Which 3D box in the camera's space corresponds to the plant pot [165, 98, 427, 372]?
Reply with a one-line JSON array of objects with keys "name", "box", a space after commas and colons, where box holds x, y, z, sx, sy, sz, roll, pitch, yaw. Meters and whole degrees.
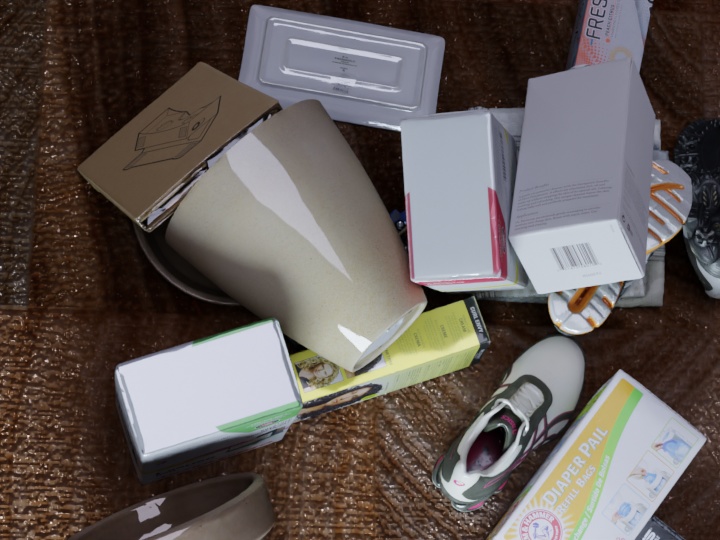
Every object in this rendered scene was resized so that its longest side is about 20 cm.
[{"name": "plant pot", "box": [-0.040, -0.014, 1.625, 0.187, 0.187, 0.200, -39, 80, -15]}]

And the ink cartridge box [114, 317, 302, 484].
[{"name": "ink cartridge box", "box": [-0.136, 0.118, 1.603, 0.143, 0.200, 0.085, -17, 80, -11]}]

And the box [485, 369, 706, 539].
[{"name": "box", "box": [0.207, 0.207, 1.662, 0.101, 0.113, 0.200, 38, 75, 5]}]

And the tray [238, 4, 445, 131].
[{"name": "tray", "box": [-0.018, -0.201, 1.799, 0.198, 0.022, 0.109, 9, 74, -4]}]

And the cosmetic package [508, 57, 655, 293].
[{"name": "cosmetic package", "box": [0.203, -0.088, 1.656, 0.107, 0.085, 0.201, -9, 47, 25]}]

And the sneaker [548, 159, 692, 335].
[{"name": "sneaker", "box": [0.238, -0.021, 1.717, 0.078, 0.077, 0.200, 38, 78, 10]}]

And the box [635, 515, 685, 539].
[{"name": "box", "box": [0.265, 0.350, 1.663, 0.160, 0.044, 0.200, 39, 74, 5]}]

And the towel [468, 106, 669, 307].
[{"name": "towel", "box": [0.202, -0.063, 1.767, 0.198, 0.035, 0.195, 1, 81, -5]}]

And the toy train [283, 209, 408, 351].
[{"name": "toy train", "box": [0.000, 0.000, 1.740, 0.200, 0.034, 0.046, -40, 72, -15]}]

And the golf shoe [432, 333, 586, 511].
[{"name": "golf shoe", "box": [0.149, 0.137, 1.689, 0.077, 0.088, 0.200, 37, 72, 7]}]

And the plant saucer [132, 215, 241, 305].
[{"name": "plant saucer", "box": [-0.120, -0.061, 1.745, 0.198, 0.029, 0.202, 2, 73, -6]}]

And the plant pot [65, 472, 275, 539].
[{"name": "plant pot", "box": [-0.148, 0.290, 1.575, 0.199, 0.200, 0.176, -22, 96, -12]}]

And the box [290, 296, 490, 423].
[{"name": "box", "box": [0.018, 0.084, 1.696, 0.198, 0.075, 0.051, -18, 75, -10]}]

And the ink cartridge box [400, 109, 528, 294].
[{"name": "ink cartridge box", "box": [0.097, -0.056, 1.651, 0.082, 0.200, 0.147, -5, 85, 12]}]

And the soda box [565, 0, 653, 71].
[{"name": "soda box", "box": [0.252, -0.255, 1.824, 0.068, 0.064, 0.202, 13, 74, -2]}]

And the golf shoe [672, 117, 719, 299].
[{"name": "golf shoe", "box": [0.341, -0.062, 1.780, 0.077, 0.095, 0.201, 2, 49, 10]}]

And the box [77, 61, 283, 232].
[{"name": "box", "box": [-0.168, -0.118, 1.672, 0.163, 0.200, 0.021, -42, 117, -8]}]
